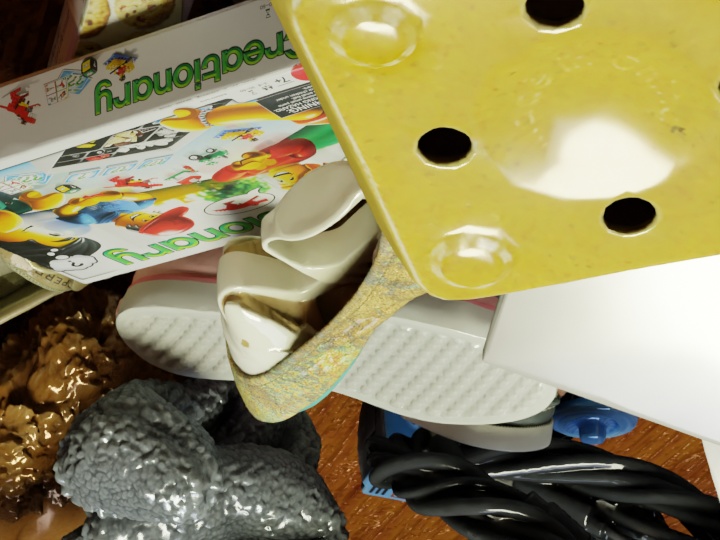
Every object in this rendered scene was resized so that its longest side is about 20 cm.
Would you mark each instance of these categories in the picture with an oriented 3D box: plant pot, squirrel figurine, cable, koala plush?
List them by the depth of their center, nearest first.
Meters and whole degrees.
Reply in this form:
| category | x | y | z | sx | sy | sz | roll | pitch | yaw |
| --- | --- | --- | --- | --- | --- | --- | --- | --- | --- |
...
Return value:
| category | x | y | z | sx | sy | sz | roll | pitch | yaw |
| --- | --- | --- | --- | --- | --- | --- | --- | --- | --- |
| plant pot | 0.057 | -0.108 | 0.562 | 0.193 | 0.201 | 0.196 | -10 | 140 | 16 |
| cable | 0.098 | 0.110 | 0.984 | 0.200 | 0.051 | 0.163 | 29 | -169 | 35 |
| koala plush | -0.039 | 0.159 | 0.997 | 0.184 | 0.200 | 0.178 | -19 | 143 | -57 |
| squirrel figurine | -0.141 | 0.092 | 1.120 | 0.185 | 0.142 | 0.200 | -5 | 159 | -11 |

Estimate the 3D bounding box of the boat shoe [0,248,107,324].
| category | x | y | z | sx | sy | sz | roll | pitch | yaw |
| --- | --- | --- | --- | --- | --- | --- | --- | --- | --- |
| boat shoe | -0.158 | -0.002 | 0.989 | 0.200 | 0.063 | 0.073 | -17 | 152 | 29 |

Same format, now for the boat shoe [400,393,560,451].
| category | x | y | z | sx | sy | sz | roll | pitch | yaw |
| --- | --- | --- | --- | --- | --- | --- | --- | --- | --- |
| boat shoe | 0.011 | 0.024 | 1.023 | 0.199 | 0.062 | 0.073 | 22 | -161 | 37 |

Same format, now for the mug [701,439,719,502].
| category | x | y | z | sx | sy | sz | roll | pitch | yaw |
| --- | --- | --- | --- | --- | --- | --- | --- | --- | --- |
| mug | 0.230 | 0.030 | 0.903 | 0.174 | 0.148 | 0.200 | -15 | 137 | 20 |

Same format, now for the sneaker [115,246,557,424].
| category | x | y | z | sx | sy | sz | roll | pitch | yaw |
| --- | --- | --- | --- | --- | --- | --- | --- | --- | --- |
| sneaker | 0.000 | 0.000 | 0.950 | 0.199 | 0.105 | 0.076 | 7 | 142 | 22 |

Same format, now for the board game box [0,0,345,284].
| category | x | y | z | sx | sy | sz | roll | pitch | yaw |
| --- | --- | --- | --- | --- | --- | --- | --- | --- | --- |
| board game box | -0.065 | -0.047 | 0.830 | 0.199 | 0.035 | 0.126 | -15 | 158 | 29 |

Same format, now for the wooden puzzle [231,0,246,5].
| category | x | y | z | sx | sy | sz | roll | pitch | yaw |
| --- | --- | --- | --- | --- | --- | --- | --- | --- | --- |
| wooden puzzle | 0.064 | -0.124 | 0.768 | 0.199 | 0.047 | 0.185 | 4 | 155 | -15 |

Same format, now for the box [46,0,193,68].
| category | x | y | z | sx | sy | sz | roll | pitch | yaw |
| --- | --- | --- | --- | --- | --- | --- | --- | --- | --- |
| box | -0.088 | -0.097 | 0.818 | 0.041 | 0.039 | 0.200 | 5 | 155 | -15 |

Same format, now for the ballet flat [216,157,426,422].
| category | x | y | z | sx | sy | sz | roll | pitch | yaw |
| --- | --- | --- | --- | --- | --- | --- | --- | --- | --- |
| ballet flat | -0.016 | -0.001 | 0.820 | 0.070 | 0.071 | 0.200 | 11 | 151 | -28 |

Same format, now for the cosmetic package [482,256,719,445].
| category | x | y | z | sx | sy | sz | roll | pitch | yaw |
| --- | --- | --- | --- | --- | --- | --- | --- | --- | --- |
| cosmetic package | 0.155 | 0.005 | 0.792 | 0.199 | 0.085 | 0.108 | 21 | 122 | 5 |

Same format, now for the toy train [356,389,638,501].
| category | x | y | z | sx | sy | sz | roll | pitch | yaw |
| --- | --- | --- | --- | --- | --- | --- | --- | --- | --- |
| toy train | 0.071 | 0.065 | 1.146 | 0.114 | 0.087 | 0.200 | 9 | 154 | -12 |
